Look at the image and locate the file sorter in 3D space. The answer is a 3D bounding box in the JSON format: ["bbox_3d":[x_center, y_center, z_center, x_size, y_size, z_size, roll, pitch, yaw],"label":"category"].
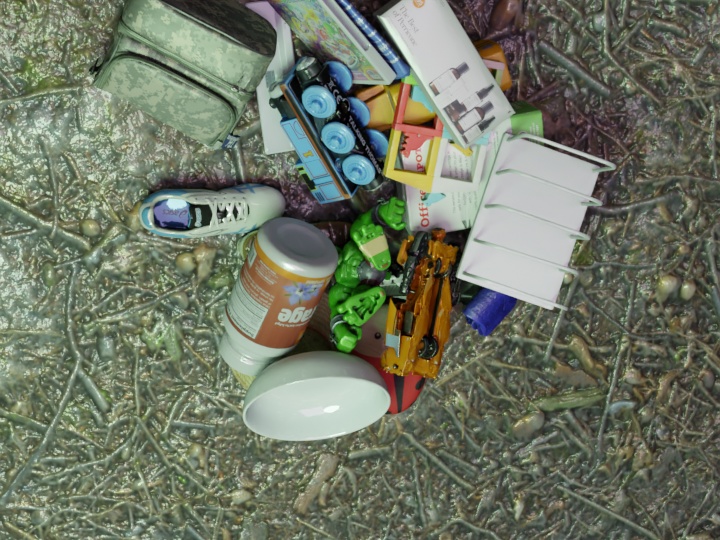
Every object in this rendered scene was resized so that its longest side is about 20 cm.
[{"bbox_3d":[0.226,-0.061,1.397,0.137,0.125,0.202,18,92,-4],"label":"file sorter"}]

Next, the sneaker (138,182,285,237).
[{"bbox_3d":[-0.196,-0.076,1.456,0.198,0.073,0.073,-5,110,-12],"label":"sneaker"}]

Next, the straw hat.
[{"bbox_3d":[-0.086,0.124,1.547,0.199,0.085,0.203,-4,112,-11],"label":"straw hat"}]

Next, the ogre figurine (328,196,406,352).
[{"bbox_3d":[0.000,0.000,1.446,0.097,0.120,0.202,-1,98,-15],"label":"ogre figurine"}]

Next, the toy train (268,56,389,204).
[{"bbox_3d":[-0.045,-0.182,1.418,0.113,0.087,0.201,-11,125,35],"label":"toy train"}]

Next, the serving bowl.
[{"bbox_3d":[-0.061,0.159,1.461,0.198,0.066,0.201,-6,149,-3],"label":"serving bowl"}]

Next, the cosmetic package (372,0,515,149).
[{"bbox_3d":[0.105,-0.258,1.357,0.082,0.051,0.201,-36,109,0],"label":"cosmetic package"}]

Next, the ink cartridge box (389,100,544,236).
[{"bbox_3d":[0.148,-0.140,1.498,0.198,0.084,0.147,-11,112,-8],"label":"ink cartridge box"}]

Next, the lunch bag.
[{"bbox_3d":[-0.217,-0.259,1.353,0.199,0.140,0.168,26,120,-19],"label":"lunch bag"}]

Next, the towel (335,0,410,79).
[{"bbox_3d":[-0.029,-0.311,1.363,0.200,0.145,0.024,43,83,-21],"label":"towel"}]

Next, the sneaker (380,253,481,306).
[{"bbox_3d":[0.086,0.030,1.559,0.198,0.067,0.092,-5,109,-13],"label":"sneaker"}]

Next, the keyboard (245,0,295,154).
[{"bbox_3d":[-0.112,-0.255,1.441,0.056,0.011,0.202,-8,112,-4],"label":"keyboard"}]

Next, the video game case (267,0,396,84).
[{"bbox_3d":[-0.053,-0.309,1.352,0.018,0.143,0.200,-50,118,-11],"label":"video game case"}]

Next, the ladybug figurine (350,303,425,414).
[{"bbox_3d":[0.043,0.138,1.563,0.134,0.072,0.201,-20,134,-12],"label":"ladybug figurine"}]

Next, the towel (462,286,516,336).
[{"bbox_3d":[0.224,0.007,1.532,0.049,0.148,0.200,40,90,10],"label":"towel"}]

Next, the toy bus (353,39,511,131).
[{"bbox_3d":[0.094,-0.241,1.451,0.198,0.078,0.066,-22,113,-3],"label":"toy bus"}]

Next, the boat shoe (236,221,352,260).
[{"bbox_3d":[-0.070,-0.033,1.514,0.198,0.063,0.074,-5,101,-18],"label":"boat shoe"}]

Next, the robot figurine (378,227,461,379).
[{"bbox_3d":[0.081,0.041,1.460,0.145,0.058,0.202,14,85,-57],"label":"robot figurine"}]

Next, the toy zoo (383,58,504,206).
[{"bbox_3d":[0.105,-0.182,1.417,0.130,0.020,0.202,8,105,-13],"label":"toy zoo"}]

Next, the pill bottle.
[{"bbox_3d":[-0.114,0.039,1.431,0.111,0.113,0.201,16,123,-17],"label":"pill bottle"}]
